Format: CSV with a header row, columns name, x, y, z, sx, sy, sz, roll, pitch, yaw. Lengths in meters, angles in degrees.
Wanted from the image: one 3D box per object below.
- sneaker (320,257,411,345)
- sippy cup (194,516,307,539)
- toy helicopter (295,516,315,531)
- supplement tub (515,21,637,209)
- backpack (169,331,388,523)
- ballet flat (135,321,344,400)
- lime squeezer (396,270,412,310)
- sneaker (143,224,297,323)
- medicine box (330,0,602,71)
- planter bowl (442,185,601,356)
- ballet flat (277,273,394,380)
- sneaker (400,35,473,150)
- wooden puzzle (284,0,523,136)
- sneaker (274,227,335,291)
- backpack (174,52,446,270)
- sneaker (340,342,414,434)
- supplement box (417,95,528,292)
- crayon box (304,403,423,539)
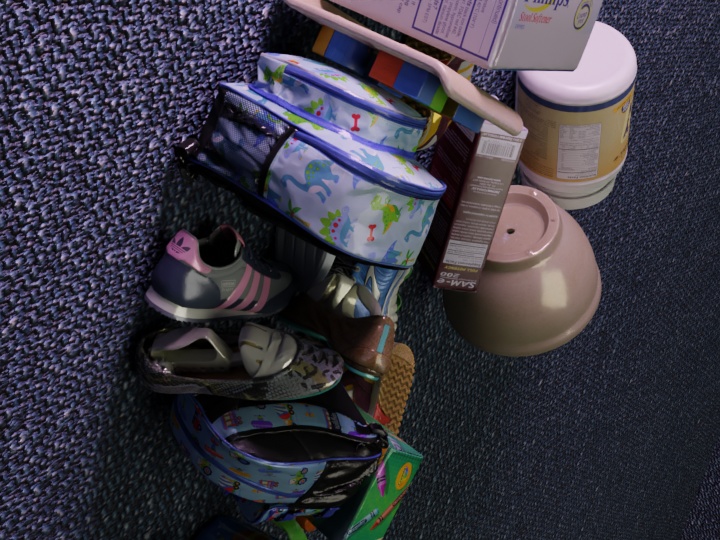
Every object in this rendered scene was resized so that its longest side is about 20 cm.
name,x,y,z,sx,sy,sz,roll,pitch,yaw
sneaker,0.000,0.000,1.435,0.088,0.078,0.202,-9,117,-38
sippy cup,-0.127,0.347,1.550,0.179,0.130,0.140,-56,152,-11
toy helicopter,-0.035,0.228,1.660,0.201,0.078,0.133,-57,154,-16
supplement tub,0.258,-0.188,1.694,0.144,0.144,0.201,-44,148,-30
backpack,-0.100,0.157,1.373,0.199,0.183,0.135,1,132,-47
ballet flat,-0.116,0.079,1.263,0.072,0.198,0.073,-1,90,-76
lime squeezer,0.035,0.006,1.595,0.071,0.037,0.202,67,40,-65
sneaker,-0.115,-0.003,1.305,0.199,0.070,0.083,-10,127,-59
medicine box,0.097,-0.265,1.281,0.181,0.199,0.104,-11,126,-56
planter bowl,0.189,-0.016,1.683,0.200,0.199,0.135,-48,147,-23
ballet flat,-0.019,0.044,1.342,0.067,0.200,0.073,23,92,-26
sneaker,0.087,-0.222,1.459,0.201,0.075,0.090,-62,162,16
wooden puzzle,0.035,-0.180,1.256,0.047,0.199,0.185,-60,153,8
sneaker,-0.029,-0.073,1.386,0.070,0.073,0.202,-15,128,-53
backpack,-0.024,-0.098,1.221,0.182,0.199,0.148,4,117,-60
sneaker,-0.008,0.172,1.590,0.075,0.089,0.202,31,77,-48
supplement box,0.118,-0.090,1.572,0.060,0.109,0.202,7,115,-20
crayon box,-0.032,0.202,1.495,0.058,0.199,0.120,22,97,-41
